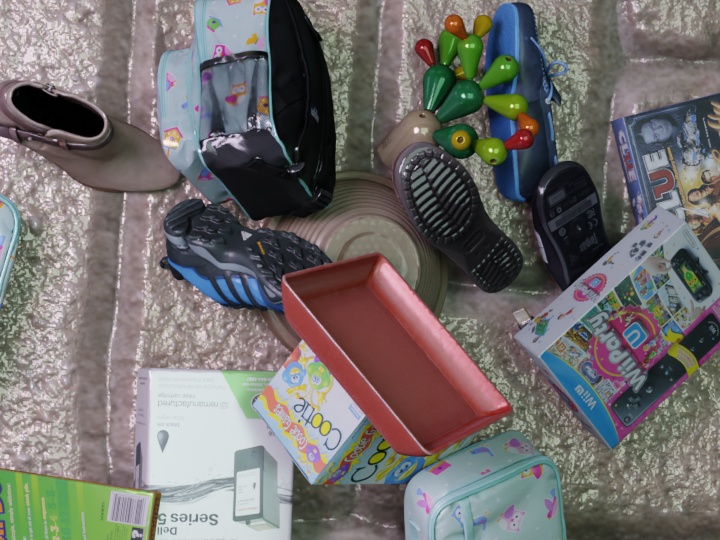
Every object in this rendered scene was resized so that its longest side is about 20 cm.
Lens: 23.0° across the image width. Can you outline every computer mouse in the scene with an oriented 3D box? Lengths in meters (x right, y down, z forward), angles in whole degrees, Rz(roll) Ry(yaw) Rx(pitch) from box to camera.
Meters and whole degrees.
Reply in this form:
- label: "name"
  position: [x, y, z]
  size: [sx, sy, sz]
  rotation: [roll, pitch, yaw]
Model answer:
- label: "computer mouse"
  position: [0.197, -0.006, 1.798]
  size: [0.140, 0.046, 0.201]
  rotation: [-37, 118, -17]

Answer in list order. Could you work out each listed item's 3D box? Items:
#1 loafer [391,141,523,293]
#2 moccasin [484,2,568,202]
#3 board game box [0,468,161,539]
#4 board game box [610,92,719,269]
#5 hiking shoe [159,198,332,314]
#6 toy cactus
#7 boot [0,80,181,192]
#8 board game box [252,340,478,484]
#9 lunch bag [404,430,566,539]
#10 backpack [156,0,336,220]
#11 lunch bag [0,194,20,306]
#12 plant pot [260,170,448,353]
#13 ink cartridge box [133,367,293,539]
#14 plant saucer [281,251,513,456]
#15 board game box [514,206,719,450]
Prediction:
- label: "loafer"
  position: [0.083, -0.054, 1.724]
  size: [0.073, 0.071, 0.200]
  rotation: [-41, 129, -5]
- label: "moccasin"
  position: [0.169, -0.173, 1.803]
  size: [0.068, 0.080, 0.201]
  rotation: [-6, 103, -21]
- label: "board game box"
  position: [-0.286, 0.239, 1.635]
  size: [0.199, 0.030, 0.096]
  rotation: [7, 85, 13]
- label: "board game box"
  position: [0.352, -0.077, 1.860]
  size: [0.135, 0.035, 0.201]
  rotation: [-15, 91, -15]
- label: "hiking shoe"
  position: [-0.097, 0.005, 1.679]
  size: [0.199, 0.087, 0.074]
  rotation: [29, 52, 14]
- label: "toy cactus"
  position: [0.085, -0.159, 1.743]
  size: [0.165, 0.102, 0.201]
  rotation: [-36, 54, 18]
- label: "boot"
  position: [-0.251, -0.124, 1.640]
  size: [0.199, 0.146, 0.071]
  rotation: [14, 82, -15]
- label: "board game box"
  position: [0.016, 0.128, 1.655]
  size: [0.103, 0.200, 0.105]
  rotation: [-52, 59, 21]
- label: "lunch bag"
  position: [0.119, 0.268, 1.717]
  size: [0.160, 0.077, 0.201]
  rotation: [-21, 122, -24]
- label: "backpack"
  position: [-0.103, -0.163, 1.667]
  size: [0.152, 0.176, 0.201]
  rotation: [-4, 69, 20]
- label: "lunch bag"
  position: [-0.407, 0.011, 1.618]
  size: [0.160, 0.077, 0.201]
  rotation: [18, 83, -14]
- label: "plant pot"
  position: [0.000, 0.000, 1.731]
  size: [0.200, 0.093, 0.202]
  rotation: [1, 88, -16]
- label: "ink cartridge box"
  position: [-0.140, 0.195, 1.686]
  size: [0.145, 0.084, 0.201]
  rotation: [2, 87, -15]
- label: "plant saucer"
  position: [0.027, 0.078, 1.572]
  size: [0.037, 0.199, 0.200]
  rotation: [-45, 77, 24]
- label: "board game box"
  position: [0.276, 0.058, 1.782]
  size: [0.200, 0.064, 0.148]
  rotation: [-42, 118, -3]
